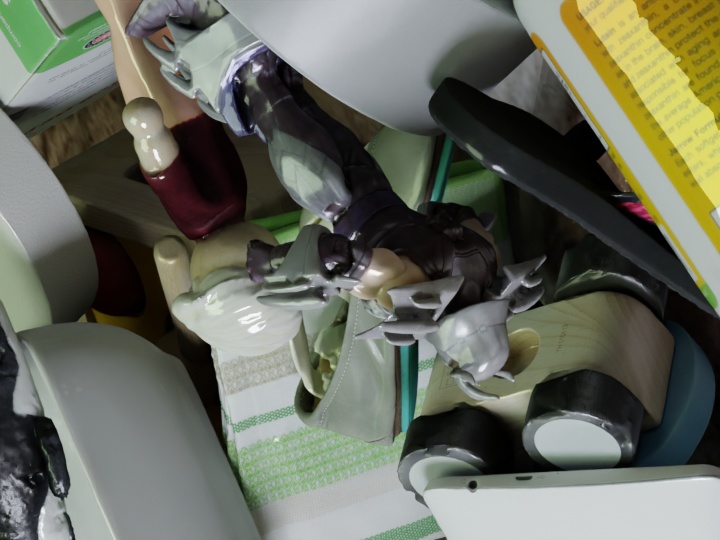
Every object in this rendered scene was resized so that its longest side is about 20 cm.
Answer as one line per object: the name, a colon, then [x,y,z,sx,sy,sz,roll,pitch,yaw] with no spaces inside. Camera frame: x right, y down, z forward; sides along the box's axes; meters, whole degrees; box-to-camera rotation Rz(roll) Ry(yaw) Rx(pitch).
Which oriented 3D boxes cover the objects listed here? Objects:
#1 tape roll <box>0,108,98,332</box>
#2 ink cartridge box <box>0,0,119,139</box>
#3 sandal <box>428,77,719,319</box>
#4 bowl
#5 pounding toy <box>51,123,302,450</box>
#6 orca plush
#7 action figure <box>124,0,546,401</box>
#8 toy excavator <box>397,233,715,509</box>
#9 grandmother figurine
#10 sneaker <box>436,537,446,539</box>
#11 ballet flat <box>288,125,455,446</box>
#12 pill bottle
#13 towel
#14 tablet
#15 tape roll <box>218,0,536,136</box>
tape roll: [-0.211,-0.040,1.414,0.202,0.037,0.203,33,153,19]
ink cartridge box: [-0.131,-0.136,1.381,0.084,0.146,0.200,57,152,2]
sandal: [0.106,-0.032,1.123,0.200,0.045,0.075,29,-167,-44]
bowl: [-0.105,0.121,1.386,0.201,0.074,0.200,65,160,9]
pounding toy: [-0.068,0.017,1.434,0.200,0.142,0.185,18,133,51]
orca plush: [-0.177,0.107,1.347,0.105,0.071,0.201,48,152,46]
action figure: [-0.006,-0.029,1.119,0.069,0.130,0.200,-43,73,18]
toy excavator: [0.089,0.100,1.303,0.194,0.100,0.200,-18,130,34]
grandmother figurine: [-0.074,-0.060,1.226,0.060,0.121,0.201,-19,93,19]
sneaker: [0.002,0.186,1.532,0.071,0.099,0.200,61,153,-9]
ballet flat: [0.000,0.000,1.243,0.063,0.068,0.200,10,136,3]
pill bottle: [0.124,-0.089,1.060,0.200,0.111,0.111,56,151,4]
towel: [0.004,0.048,1.357,0.031,0.149,0.201,-125,22,-52]
tablet: [0.114,0.142,1.270,0.130,0.014,0.200,-4,142,20]
tape roll: [-0.012,-0.147,1.133,0.066,0.200,0.200,-43,77,20]
